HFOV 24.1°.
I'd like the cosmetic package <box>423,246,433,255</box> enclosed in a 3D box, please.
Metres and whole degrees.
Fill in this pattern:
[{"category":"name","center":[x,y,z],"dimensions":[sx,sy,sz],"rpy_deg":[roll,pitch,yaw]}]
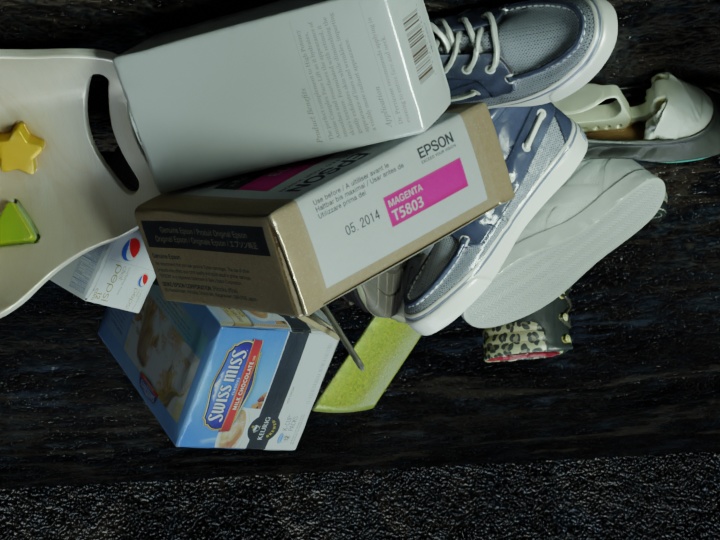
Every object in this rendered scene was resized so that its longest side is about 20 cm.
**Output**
[{"category":"cosmetic package","center":[-0.008,-0.047,1.435],"dimensions":[0.102,0.074,0.200],"rpy_deg":[29,149,-30]}]

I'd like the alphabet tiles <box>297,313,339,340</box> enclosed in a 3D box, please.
[{"category":"alphabet tiles","center":[-0.106,-0.009,1.346],"dimensions":[0.200,0.006,0.166],"rpy_deg":[35,-179,34]}]

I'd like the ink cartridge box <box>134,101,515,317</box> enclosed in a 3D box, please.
[{"category":"ink cartridge box","center":[-0.024,-0.045,1.139],"dimensions":[0.200,0.075,0.165],"rpy_deg":[-29,-161,-35]}]

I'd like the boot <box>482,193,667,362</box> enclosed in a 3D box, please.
[{"category":"boot","center":[0.200,0.002,1.610],"dimensions":[0.203,0.154,0.073],"rpy_deg":[-8,167,7]}]

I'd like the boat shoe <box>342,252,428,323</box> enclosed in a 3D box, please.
[{"category":"boat shoe","center":[0.000,0.000,1.316],"dimensions":[0.073,0.075,0.200],"rpy_deg":[11,169,16]}]

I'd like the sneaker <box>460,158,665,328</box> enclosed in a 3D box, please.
[{"category":"sneaker","center":[0.136,-0.041,1.375],"dimensions":[0.200,0.116,0.074],"rpy_deg":[-33,142,-15]}]

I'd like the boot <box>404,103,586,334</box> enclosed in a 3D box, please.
[{"category":"boot","center":[0.078,-0.054,1.276],"dimensions":[0.090,0.200,0.073],"rpy_deg":[40,174,-22]}]

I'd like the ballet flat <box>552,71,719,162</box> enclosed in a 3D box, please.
[{"category":"ballet flat","center":[0.216,-0.121,1.337],"dimensions":[0.199,0.068,0.068],"rpy_deg":[-5,153,0]}]

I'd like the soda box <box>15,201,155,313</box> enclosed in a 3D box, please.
[{"category":"soda box","center":[-0.244,-0.038,1.284],"dimensions":[0.200,0.064,0.068],"rpy_deg":[28,-176,31]}]

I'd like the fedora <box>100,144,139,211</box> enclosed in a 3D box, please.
[{"category":"fedora","center":[-0.105,-0.069,1.271],"dimensions":[0.200,0.090,0.177],"rpy_deg":[23,-166,-7]}]

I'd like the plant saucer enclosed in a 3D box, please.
[{"category":"plant saucer","center":[0.033,0.058,1.631],"dimensions":[0.048,0.200,0.200],"rpy_deg":[34,-178,2]}]

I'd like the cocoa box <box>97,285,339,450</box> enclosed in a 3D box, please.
[{"category":"cocoa box","center":[-0.137,0.059,1.568],"dimensions":[0.131,0.134,0.200],"rpy_deg":[6,-154,-36]}]

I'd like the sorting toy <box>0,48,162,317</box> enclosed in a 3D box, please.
[{"category":"sorting toy","center":[-0.235,-0.078,1.169],"dimensions":[0.180,0.200,0.107],"rpy_deg":[-11,-156,4]}]

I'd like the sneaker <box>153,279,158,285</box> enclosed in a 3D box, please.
[{"category":"sneaker","center":[-0.171,-0.027,1.495],"dimensions":[0.200,0.090,0.078],"rpy_deg":[3,163,-31]}]

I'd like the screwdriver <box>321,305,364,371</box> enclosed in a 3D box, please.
[{"category":"screwdriver","center":[-0.042,0.015,1.339],"dimensions":[0.029,0.200,0.028],"rpy_deg":[-37,139,12]}]

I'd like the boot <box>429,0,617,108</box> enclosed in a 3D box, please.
[{"category":"boot","center":[0.074,-0.147,1.158],"dimensions":[0.090,0.073,0.200],"rpy_deg":[7,163,-43]}]

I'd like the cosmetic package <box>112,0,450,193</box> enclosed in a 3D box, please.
[{"category":"cosmetic package","center":[-0.051,-0.125,1.116],"dimensions":[0.200,0.102,0.074],"rpy_deg":[-10,-163,22]}]
